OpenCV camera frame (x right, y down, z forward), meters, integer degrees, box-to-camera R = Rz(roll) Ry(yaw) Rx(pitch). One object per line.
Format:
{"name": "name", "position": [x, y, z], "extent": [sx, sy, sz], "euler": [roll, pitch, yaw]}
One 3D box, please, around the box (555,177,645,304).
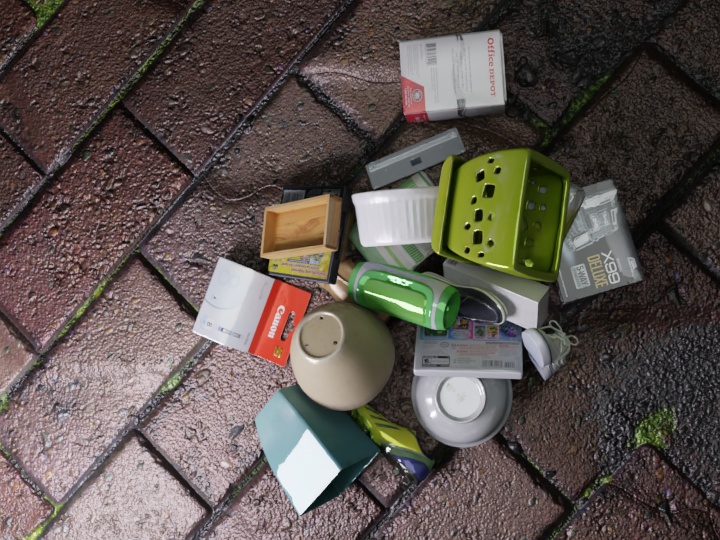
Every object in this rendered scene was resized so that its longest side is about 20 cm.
{"name": "box", "position": [0.429, -0.054, 1.556], "extent": [0.155, 0.050, 0.203], "euler": [-16, 83, 8]}

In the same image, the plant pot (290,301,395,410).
{"name": "plant pot", "position": [-0.048, 0.139, 1.501], "extent": [0.197, 0.135, 0.203], "euler": [-8, 64, 16]}

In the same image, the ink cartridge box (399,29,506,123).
{"name": "ink cartridge box", "position": [0.181, -0.374, 1.603], "extent": [0.197, 0.083, 0.149], "euler": [-4, 86, 9]}

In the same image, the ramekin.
{"name": "ramekin", "position": [0.085, -0.098, 1.522], "extent": [0.197, 0.200, 0.099], "euler": [-4, 93, 8]}

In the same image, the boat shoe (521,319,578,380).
{"name": "boat shoe", "position": [0.348, 0.136, 1.482], "extent": [0.086, 0.202, 0.075], "euler": [-34, 60, 2]}

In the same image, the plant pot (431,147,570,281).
{"name": "plant pot", "position": [0.236, -0.096, 1.418], "extent": [0.179, 0.198, 0.203], "euler": [8, 88, 36]}

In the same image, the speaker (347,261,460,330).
{"name": "speaker", "position": [0.078, 0.044, 1.496], "extent": [0.198, 0.088, 0.090], "euler": [17, 88, 27]}

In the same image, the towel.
{"name": "towel", "position": [0.089, -0.082, 1.627], "extent": [0.199, 0.023, 0.153], "euler": [-40, 80, 6]}

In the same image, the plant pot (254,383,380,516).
{"name": "plant pot", "position": [-0.096, 0.321, 1.553], "extent": [0.200, 0.141, 0.142], "euler": [48, 116, 20]}

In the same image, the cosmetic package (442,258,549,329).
{"name": "cosmetic package", "position": [0.250, 0.036, 1.528], "extent": [0.198, 0.083, 0.051], "euler": [24, 52, 28]}

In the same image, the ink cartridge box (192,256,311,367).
{"name": "ink cartridge box", "position": [-0.218, 0.083, 1.648], "extent": [0.197, 0.047, 0.162], "euler": [21, 89, 12]}

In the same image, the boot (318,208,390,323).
{"name": "boot", "position": [0.000, 0.000, 1.606], "extent": [0.199, 0.066, 0.176], "euler": [38, 114, 11]}

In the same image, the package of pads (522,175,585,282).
{"name": "package of pads", "position": [0.309, -0.090, 1.528], "extent": [0.154, 0.068, 0.202], "euler": [32, 109, 28]}

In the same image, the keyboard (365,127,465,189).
{"name": "keyboard", "position": [0.108, -0.222, 1.637], "extent": [0.197, 0.011, 0.057], "euler": [-22, 76, 7]}

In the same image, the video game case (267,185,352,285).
{"name": "video game case", "position": [-0.101, -0.072, 1.594], "extent": [0.198, 0.025, 0.184], "euler": [7, 86, 48]}

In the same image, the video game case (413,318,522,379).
{"name": "video game case", "position": [0.203, 0.117, 1.546], "extent": [0.197, 0.024, 0.184], "euler": [0, 53, 9]}

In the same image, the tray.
{"name": "tray", "position": [-0.114, -0.080, 1.566], "extent": [0.198, 0.037, 0.100], "euler": [-6, 76, 46]}

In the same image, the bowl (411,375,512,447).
{"name": "bowl", "position": [0.190, 0.235, 1.552], "extent": [0.198, 0.090, 0.205], "euler": [-1, 85, 8]}

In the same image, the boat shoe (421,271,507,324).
{"name": "boat shoe", "position": [0.179, 0.061, 1.529], "extent": [0.198, 0.075, 0.062], "euler": [21, 48, 30]}

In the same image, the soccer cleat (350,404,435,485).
{"name": "soccer cleat", "position": [0.061, 0.321, 1.589], "extent": [0.083, 0.065, 0.200], "euler": [-37, 75, -26]}
